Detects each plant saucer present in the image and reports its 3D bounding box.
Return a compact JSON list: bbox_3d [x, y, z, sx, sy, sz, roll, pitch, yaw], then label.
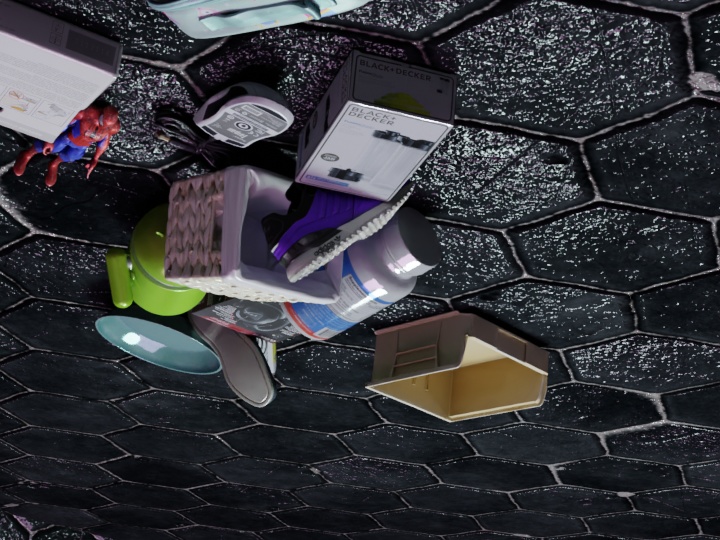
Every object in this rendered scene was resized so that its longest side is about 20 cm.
[{"bbox_3d":[-0.298,0.099,2.040,0.200,0.036,0.200,15,157,7],"label":"plant saucer"}]

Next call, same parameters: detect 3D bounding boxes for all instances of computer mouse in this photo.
[{"bbox_3d":[-0.136,-0.163,1.454,0.110,0.044,0.200,26,156,-31],"label":"computer mouse"}]

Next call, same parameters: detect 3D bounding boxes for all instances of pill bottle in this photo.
[{"bbox_3d":[0.000,0.000,1.697,0.200,0.112,0.112,-31,140,32],"label":"pill bottle"}]

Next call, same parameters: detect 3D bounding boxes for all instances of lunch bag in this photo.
[{"bbox_3d":[-0.070,-0.263,1.046,0.200,0.160,0.077,-7,155,29],"label":"lunch bag"}]

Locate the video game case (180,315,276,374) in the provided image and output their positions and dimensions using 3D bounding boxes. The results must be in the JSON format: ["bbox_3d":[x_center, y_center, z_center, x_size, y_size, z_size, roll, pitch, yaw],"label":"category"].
[{"bbox_3d":[-0.234,0.118,2.160,0.200,0.026,0.181,6,157,-1],"label":"video game case"}]

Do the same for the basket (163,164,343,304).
[{"bbox_3d":[-0.125,-0.037,1.597,0.123,0.136,0.200,-3,169,35],"label":"basket"}]

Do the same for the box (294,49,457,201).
[{"bbox_3d":[0.012,-0.148,1.429,0.117,0.060,0.200,12,156,-16],"label":"box"}]

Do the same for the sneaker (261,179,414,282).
[{"bbox_3d":[-0.029,-0.077,1.537,0.200,0.100,0.070,-34,172,-32],"label":"sneaker"}]

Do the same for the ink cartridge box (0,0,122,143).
[{"bbox_3d":[-0.370,-0.213,1.383,0.200,0.045,0.176,19,153,-28],"label":"ink cartridge box"}]

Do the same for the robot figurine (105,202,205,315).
[{"bbox_3d":[-0.239,-0.015,1.728,0.175,0.116,0.200,-11,162,-22],"label":"robot figurine"}]

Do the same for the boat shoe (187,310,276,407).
[{"bbox_3d":[-0.176,0.115,1.957,0.075,0.200,0.062,-52,152,16],"label":"boat shoe"}]

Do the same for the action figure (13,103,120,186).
[{"bbox_3d":[-0.325,-0.144,1.537,0.065,0.052,0.200,24,149,-29],"label":"action figure"}]

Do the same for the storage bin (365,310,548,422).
[{"bbox_3d":[0.150,0.147,2.053,0.199,0.094,0.200,-16,149,41],"label":"storage bin"}]

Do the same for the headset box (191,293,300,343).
[{"bbox_3d":[-0.123,0.032,1.865,0.149,0.077,0.200,24,152,-36],"label":"headset box"}]
